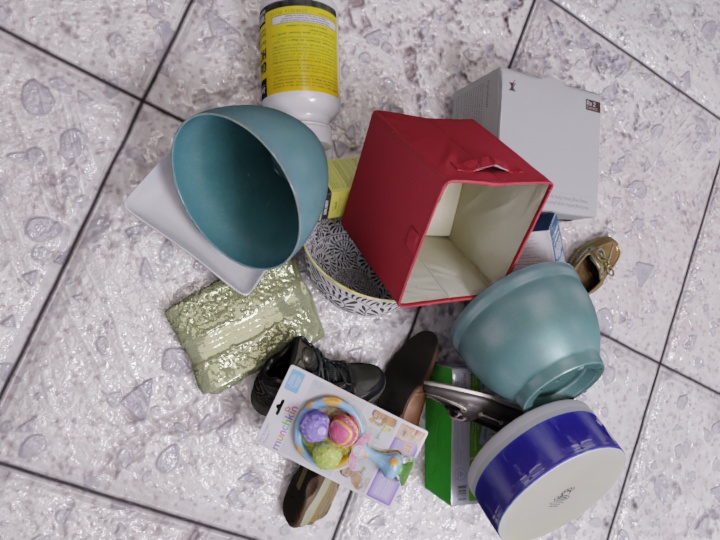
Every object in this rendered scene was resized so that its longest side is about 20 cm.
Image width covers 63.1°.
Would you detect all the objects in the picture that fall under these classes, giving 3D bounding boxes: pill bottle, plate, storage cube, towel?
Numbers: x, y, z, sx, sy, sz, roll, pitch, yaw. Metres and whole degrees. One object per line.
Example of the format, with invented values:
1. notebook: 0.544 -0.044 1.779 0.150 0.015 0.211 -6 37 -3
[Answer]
1. pill bottle: -0.084 -0.274 0.826 0.111 0.112 0.202 -1 88 -19
2. plate: -0.185 -0.098 0.813 0.199 0.032 0.201 37 66 -14
3. storage cube: 0.099 -0.081 0.756 0.169 0.180 0.201 -4 130 -30
4. towel: -0.158 0.071 0.828 0.199 0.036 0.150 -26 96 -18

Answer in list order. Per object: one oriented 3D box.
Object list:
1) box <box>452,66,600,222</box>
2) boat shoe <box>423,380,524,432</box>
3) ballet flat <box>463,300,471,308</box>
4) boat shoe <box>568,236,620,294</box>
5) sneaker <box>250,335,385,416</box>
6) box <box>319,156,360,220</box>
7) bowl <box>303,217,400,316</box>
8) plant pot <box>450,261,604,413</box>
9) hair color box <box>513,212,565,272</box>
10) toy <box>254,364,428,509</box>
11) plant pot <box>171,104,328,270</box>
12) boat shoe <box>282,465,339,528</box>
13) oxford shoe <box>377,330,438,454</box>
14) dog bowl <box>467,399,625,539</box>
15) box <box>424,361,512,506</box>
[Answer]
1. box: 0.257 -0.185 0.924 0.197 0.130 0.202 5 86 -24
2. boat shoe: 0.174 0.204 0.825 0.198 0.067 0.058 19 78 -18
3. ballet flat: 0.201 0.038 0.941 0.063 0.067 0.202 1 88 -29
4. boat shoe: 0.386 0.011 1.006 0.200 0.063 0.074 -40 100 -17
5. sneaker: -0.049 0.147 0.820 0.197 0.115 0.077 1 49 -18
6. box: 0.021 -0.128 0.855 0.198 0.050 0.076 -13 50 -25
7. bowl: 0.000 0.000 0.838 0.199 0.095 0.202 14 40 -12
8. plant pot: 0.238 0.105 0.787 0.198 0.201 0.135 -11 52 -19
9. hair color box: 0.266 0.016 0.909 0.061 0.099 0.202 -49 128 -47
10. toy: -0.024 0.218 0.744 0.199 0.047 0.116 26 94 -4
11. plant pot: -0.117 -0.120 0.738 0.201 0.199 0.135 56 45 -9
12. boat shoe: -0.042 0.272 0.831 0.076 0.072 0.201 12 113 -37
13. oxford shoe: 0.073 0.189 0.900 0.071 0.071 0.201 36 76 -43
14. dog bowl: 0.248 0.271 0.787 0.198 0.079 0.201 -15 132 -17
15. box: 0.198 0.245 0.915 0.175 0.097 0.202 1 87 -20
